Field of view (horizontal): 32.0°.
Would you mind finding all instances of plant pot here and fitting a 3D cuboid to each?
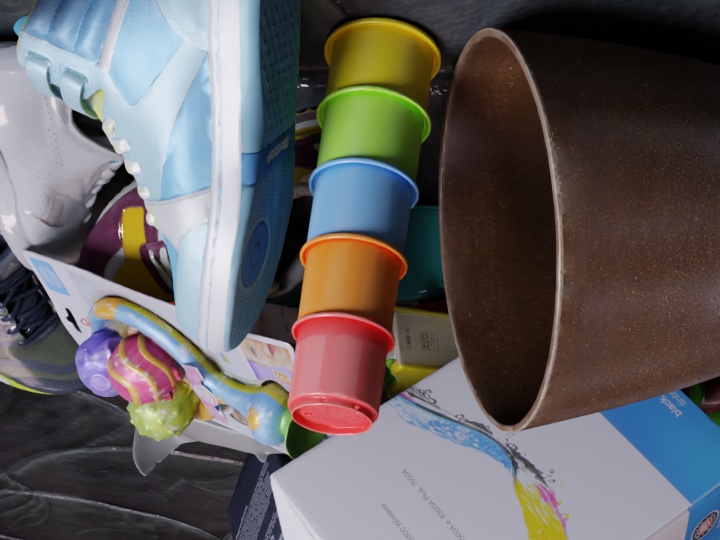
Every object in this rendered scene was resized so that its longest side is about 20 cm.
[{"bbox_3d":[0.157,-0.025,0.603,0.200,0.187,0.187,-4,156,-11],"label":"plant pot"}]

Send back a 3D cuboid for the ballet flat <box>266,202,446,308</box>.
[{"bbox_3d":[0.000,0.000,0.791,0.200,0.068,0.068,-8,166,18],"label":"ballet flat"}]

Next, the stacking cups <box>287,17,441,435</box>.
[{"bbox_3d":[0.004,-0.022,0.590,0.060,0.200,0.061,4,153,2],"label":"stacking cups"}]

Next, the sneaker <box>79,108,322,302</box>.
[{"bbox_3d":[-0.081,-0.017,0.696,0.200,0.090,0.075,-27,125,22],"label":"sneaker"}]

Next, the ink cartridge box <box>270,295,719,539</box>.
[{"bbox_3d":[0.077,0.142,0.669,0.200,0.145,0.147,-30,144,-18],"label":"ink cartridge box"}]

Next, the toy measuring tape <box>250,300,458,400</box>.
[{"bbox_3d":[0.012,0.050,0.723,0.200,0.074,0.074,8,156,-28],"label":"toy measuring tape"}]

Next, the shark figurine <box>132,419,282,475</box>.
[{"bbox_3d":[-0.112,0.109,0.862,0.214,0.090,0.128,27,156,23],"label":"shark figurine"}]

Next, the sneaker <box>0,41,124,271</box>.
[{"bbox_3d":[-0.167,-0.060,0.718,0.088,0.075,0.200,-12,156,-4],"label":"sneaker"}]

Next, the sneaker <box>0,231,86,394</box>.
[{"bbox_3d":[-0.232,0.009,0.789,0.081,0.074,0.200,2,140,50],"label":"sneaker"}]

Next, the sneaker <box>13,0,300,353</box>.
[{"bbox_3d":[-0.100,-0.064,0.595,0.130,0.200,0.080,9,-164,12],"label":"sneaker"}]

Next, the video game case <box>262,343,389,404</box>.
[{"bbox_3d":[-0.017,0.061,0.829,0.143,0.017,0.200,13,-165,-12],"label":"video game case"}]

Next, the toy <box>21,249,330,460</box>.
[{"bbox_3d":[-0.108,0.063,0.694,0.200,0.047,0.115,14,142,31],"label":"toy"}]

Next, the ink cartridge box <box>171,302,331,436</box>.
[{"bbox_3d":[-0.124,0.073,0.949,0.162,0.057,0.200,3,163,46],"label":"ink cartridge box"}]

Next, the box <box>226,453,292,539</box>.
[{"bbox_3d":[0.001,0.226,1.084,0.196,0.118,0.200,15,-168,-15],"label":"box"}]

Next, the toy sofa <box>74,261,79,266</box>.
[{"bbox_3d":[-0.296,-0.010,0.848,0.200,0.098,0.083,26,173,-34],"label":"toy sofa"}]

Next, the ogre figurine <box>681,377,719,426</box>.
[{"bbox_3d":[0.230,0.057,0.788,0.120,0.200,0.098,17,-166,-48],"label":"ogre figurine"}]
